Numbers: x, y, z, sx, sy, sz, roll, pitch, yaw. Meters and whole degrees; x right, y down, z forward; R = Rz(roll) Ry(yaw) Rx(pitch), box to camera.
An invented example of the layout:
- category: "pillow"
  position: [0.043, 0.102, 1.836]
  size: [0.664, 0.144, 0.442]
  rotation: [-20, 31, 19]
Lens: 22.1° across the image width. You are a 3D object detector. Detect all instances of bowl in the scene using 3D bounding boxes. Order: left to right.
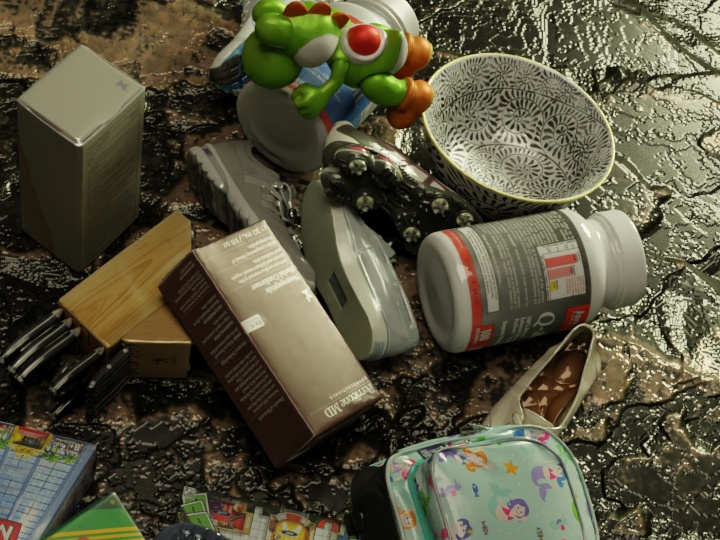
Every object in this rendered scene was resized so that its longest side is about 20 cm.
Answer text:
- category: "bowl"
  position: [0.145, -0.113, 1.840]
  size: [0.199, 0.094, 0.202]
  rotation: [9, 49, -10]

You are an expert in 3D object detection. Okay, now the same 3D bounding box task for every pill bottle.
- category: "pill bottle"
  position: [-0.027, -0.201, 1.865]
  size: [0.112, 0.113, 0.200]
  rotation: [31, 56, 12]
- category: "pill bottle"
  position: [0.163, 0.005, 1.755]
  size: [0.198, 0.116, 0.116]
  rotation: [-11, 58, -17]

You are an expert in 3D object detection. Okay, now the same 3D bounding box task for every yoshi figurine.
- category: "yoshi figurine"
  position: [-0.032, -0.200, 1.757]
  size: [0.199, 0.113, 0.112]
  rotation: [18, 12, -34]

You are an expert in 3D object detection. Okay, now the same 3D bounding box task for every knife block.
- category: "knife block"
  position: [-0.241, 0.040, 1.689]
  size: [0.174, 0.064, 0.201]
  rotation: [3, 56, -10]

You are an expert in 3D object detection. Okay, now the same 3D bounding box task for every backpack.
- category: "backpack"
  position: [0.109, 0.220, 1.570]
  size: [0.199, 0.150, 0.179]
  rotation: [-7, 76, -35]

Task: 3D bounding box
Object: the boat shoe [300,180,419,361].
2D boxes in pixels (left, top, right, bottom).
- category: "boat shoe"
  position: [0.001, 0.000, 1.768]
  size: [0.071, 0.070, 0.202]
  rotation: [-1, 54, -32]

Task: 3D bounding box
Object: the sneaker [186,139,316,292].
- category: "sneaker"
  position: [-0.090, -0.058, 1.777]
  size: [0.082, 0.075, 0.201]
  rotation: [-24, 62, -22]

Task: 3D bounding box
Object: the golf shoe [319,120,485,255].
- category: "golf shoe"
  position: [0.049, -0.078, 1.786]
  size: [0.199, 0.077, 0.088]
  rotation: [34, 30, -26]

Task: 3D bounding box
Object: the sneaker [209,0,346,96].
- category: "sneaker"
  position: [-0.101, -0.252, 1.921]
  size: [0.086, 0.075, 0.200]
  rotation: [31, 49, 21]

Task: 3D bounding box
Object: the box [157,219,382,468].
- category: "box"
  position: [-0.082, 0.064, 1.655]
  size: [0.100, 0.075, 0.201]
  rotation: [-27, 80, -45]

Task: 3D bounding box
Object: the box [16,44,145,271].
- category: "box"
  position: [-0.257, -0.101, 1.700]
  size: [0.078, 0.201, 0.095]
  rotation: [35, 57, 15]

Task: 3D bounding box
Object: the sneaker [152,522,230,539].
- category: "sneaker"
  position: [-0.097, 0.289, 1.518]
  size: [0.200, 0.082, 0.074]
  rotation: [39, 56, 4]

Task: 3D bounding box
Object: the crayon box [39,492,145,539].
- category: "crayon box"
  position: [-0.245, 0.286, 1.483]
  size: [0.200, 0.051, 0.127]
  rotation: [-35, 93, -38]

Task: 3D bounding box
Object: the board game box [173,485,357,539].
- category: "board game box"
  position: [-0.069, 0.256, 1.599]
  size: [0.198, 0.024, 0.105]
  rotation: [12, 57, -2]

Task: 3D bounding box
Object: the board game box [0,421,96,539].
- category: "board game box"
  position: [-0.343, 0.221, 1.548]
  size: [0.198, 0.062, 0.201]
  rotation: [13, 54, -1]

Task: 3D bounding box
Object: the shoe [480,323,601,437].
- category: "shoe"
  position: [0.163, 0.125, 1.710]
  size: [0.070, 0.054, 0.200]
  rotation: [32, 56, 12]
